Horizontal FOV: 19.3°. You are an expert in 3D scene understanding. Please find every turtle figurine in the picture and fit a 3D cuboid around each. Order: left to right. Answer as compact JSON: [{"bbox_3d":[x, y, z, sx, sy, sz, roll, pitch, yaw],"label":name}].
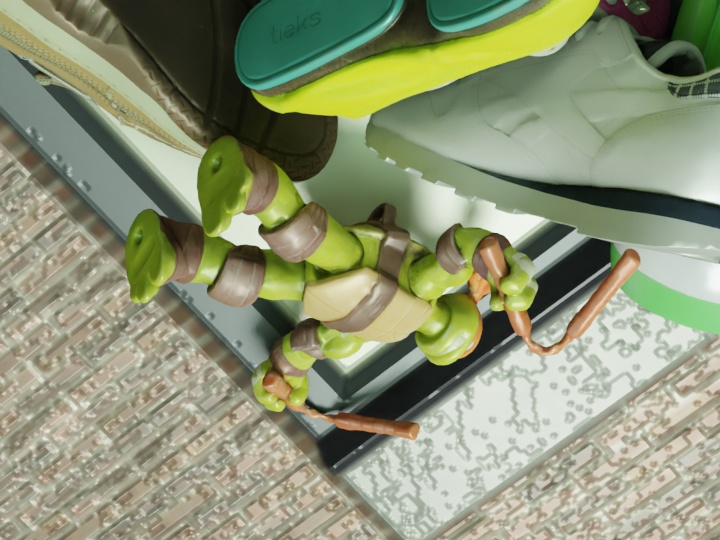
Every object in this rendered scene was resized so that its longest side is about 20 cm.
[{"bbox_3d":[0.000,0.000,0.839,0.161,0.065,0.200,24,147,-32],"label":"turtle figurine"}]

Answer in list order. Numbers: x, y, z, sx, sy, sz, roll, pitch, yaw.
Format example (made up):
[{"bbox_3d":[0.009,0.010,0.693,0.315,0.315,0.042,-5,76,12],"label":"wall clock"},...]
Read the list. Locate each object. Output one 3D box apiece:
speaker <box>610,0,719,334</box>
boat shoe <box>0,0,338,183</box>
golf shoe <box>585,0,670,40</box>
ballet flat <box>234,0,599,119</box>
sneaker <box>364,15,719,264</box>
[{"bbox_3d":[0.158,-0.079,0.812,0.088,0.088,0.200,13,115,-3],"label":"speaker"},{"bbox_3d":[-0.101,-0.095,0.835,0.200,0.072,0.076,36,146,-22],"label":"boat shoe"},{"bbox_3d":[0.032,-0.145,0.806,0.200,0.075,0.091,40,134,-17],"label":"golf shoe"},{"bbox_3d":[0.037,-0.096,0.764,0.067,0.067,0.200,21,155,-37],"label":"ballet flat"},{"bbox_3d":[0.081,-0.056,0.794,0.076,0.200,0.081,7,96,-43],"label":"sneaker"}]
